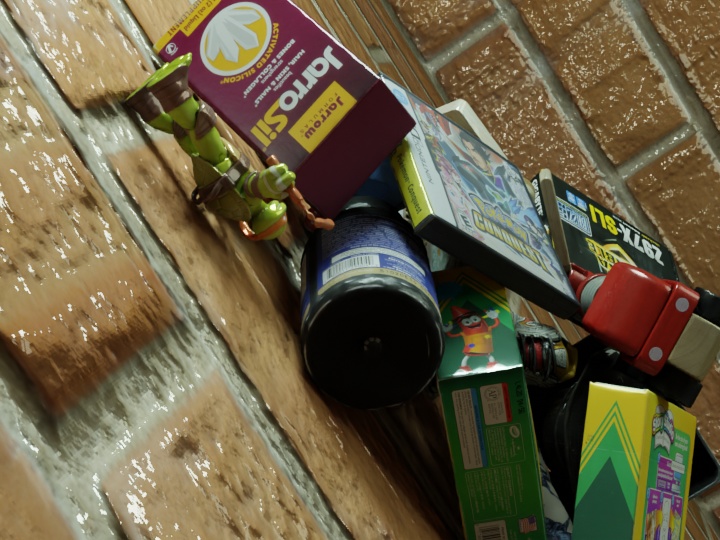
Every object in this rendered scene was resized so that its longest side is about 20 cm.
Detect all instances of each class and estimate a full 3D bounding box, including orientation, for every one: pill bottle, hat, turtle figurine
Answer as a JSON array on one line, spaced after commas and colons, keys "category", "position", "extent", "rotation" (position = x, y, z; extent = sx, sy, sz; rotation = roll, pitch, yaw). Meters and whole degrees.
[{"category": "pill bottle", "position": [0.005, 0.016, 1.051], "extent": [0.112, 0.111, 0.201], "rotation": [52, 14, -22]}, {"category": "hat", "position": [0.231, 0.165, 1.292], "extent": [0.199, 0.080, 0.204], "rotation": [2, 87, -49]}, {"category": "turtle figurine", "position": [-0.106, -0.078, 0.962], "extent": [0.162, 0.064, 0.200], "rotation": [51, -8, -16]}]

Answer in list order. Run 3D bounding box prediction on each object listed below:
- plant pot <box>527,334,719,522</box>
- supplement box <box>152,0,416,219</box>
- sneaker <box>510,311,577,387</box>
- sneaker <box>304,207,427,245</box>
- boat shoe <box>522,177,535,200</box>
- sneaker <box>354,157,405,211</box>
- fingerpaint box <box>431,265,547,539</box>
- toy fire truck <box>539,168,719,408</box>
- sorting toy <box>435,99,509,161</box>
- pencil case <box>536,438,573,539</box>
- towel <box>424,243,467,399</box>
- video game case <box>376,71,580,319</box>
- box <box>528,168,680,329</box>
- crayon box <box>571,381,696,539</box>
[{"category": "plant pot", "position": [0.250, 0.194, 1.438], "extent": [0.202, 0.198, 0.177], "rotation": [59, -3, 8]}, {"category": "supplement box", "position": [-0.064, -0.152, 1.062], "extent": [0.200, 0.110, 0.086], "rotation": [44, 1, 31]}, {"category": "sneaker", "position": [0.160, 0.074, 1.263], "extent": [0.199, 0.081, 0.079], "rotation": [13, 84, -64]}, {"category": "sneaker", "position": [0.000, 0.000, 1.214], "extent": [0.071, 0.111, 0.203], "rotation": [44, 48, -54]}, {"category": "boat shoe", "position": [0.116, -0.008, 1.338], "extent": [0.071, 0.200, 0.073], "rotation": [24, 37, -22]}, {"category": "sneaker", "position": [-0.026, -0.099, 1.173], "extent": [0.078, 0.067, 0.199], "rotation": [17, 3, -42]}, {"category": "fingerpaint box", "position": [0.107, 0.122, 1.094], "extent": [0.168, 0.072, 0.202], "rotation": [-92, 172, -61]}, {"category": "toy fire truck", "position": [0.226, 0.012, 1.163], "extent": [0.198, 0.130, 0.176], "rotation": [29, 1, -3]}, {"category": "sorting toy", "position": [0.084, -0.064, 1.427], "extent": [0.201, 0.197, 0.070], "rotation": [50, 48, -22]}, {"category": "pencil case", "position": [0.151, 0.217, 1.214], "extent": [0.201, 0.077, 0.090], "rotation": [-109, 176, -46]}, {"category": "towel", "position": [0.080, 0.004, 1.243], "extent": [0.047, 0.173, 0.201], "rotation": [9, 24, -10]}, {"category": "video game case", "position": [0.097, -0.064, 1.114], "extent": [0.199, 0.025, 0.182], "rotation": [28, 32, -39]}, {"category": "box", "position": [0.256, 0.002, 1.346], "extent": [0.198, 0.049, 0.161], "rotation": [29, 35, -25]}, {"category": "crayon box", "position": [0.245, 0.201, 1.150], "extent": [0.200, 0.058, 0.175], "rotation": [27, 69, -61]}]
